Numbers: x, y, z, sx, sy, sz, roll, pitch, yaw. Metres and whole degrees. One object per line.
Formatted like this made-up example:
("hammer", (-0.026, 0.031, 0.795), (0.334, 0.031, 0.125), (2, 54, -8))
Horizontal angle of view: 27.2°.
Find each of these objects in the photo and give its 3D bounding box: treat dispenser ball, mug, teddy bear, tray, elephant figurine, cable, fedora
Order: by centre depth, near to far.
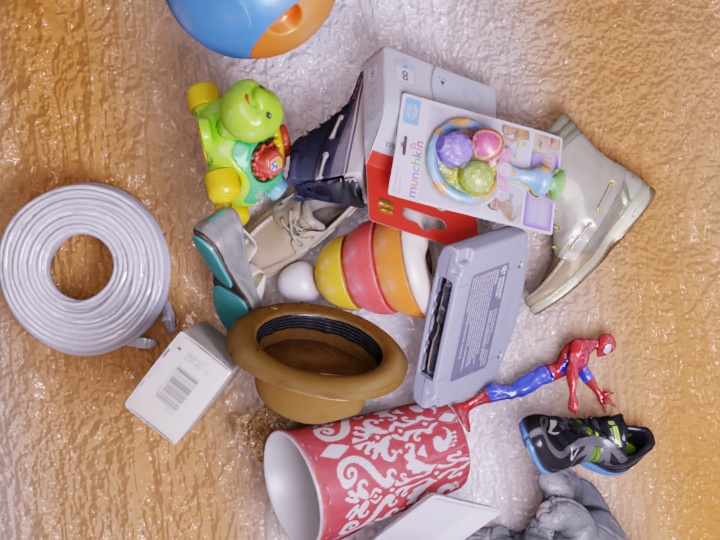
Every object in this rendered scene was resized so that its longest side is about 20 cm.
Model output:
("fedora", (-0.051, 0.110, 1.624), (0.200, 0.201, 0.082), (12, 119, 1))
("treat dispenser ball", (-0.120, -0.333, 1.638), (0.200, 0.201, 0.201), (0, 91, 1))
("tray", (0.054, 0.301, 1.670), (0.200, 0.107, 0.022), (-42, 47, 32))
("mug", (0.002, 0.223, 1.671), (0.200, 0.178, 0.134), (-14, 78, -27))
("elephant figurine", (0.194, 0.326, 1.696), (0.141, 0.155, 0.200), (30, 111, -38))
("cable", (-0.319, -0.001, 1.714), (0.200, 0.069, 0.200), (-5, 91, 1))
("teddy bear", (-0.057, 0.139, 1.721), (0.145, 0.067, 0.200), (19, 88, -12))

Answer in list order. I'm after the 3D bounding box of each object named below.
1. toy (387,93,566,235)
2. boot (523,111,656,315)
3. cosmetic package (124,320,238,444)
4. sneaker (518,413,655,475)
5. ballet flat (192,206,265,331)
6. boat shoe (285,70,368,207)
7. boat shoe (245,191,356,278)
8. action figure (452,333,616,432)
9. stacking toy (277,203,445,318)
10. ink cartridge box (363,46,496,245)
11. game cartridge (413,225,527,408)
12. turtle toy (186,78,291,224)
("toy", (0.135, -0.118, 1.612), (0.200, 0.047, 0.115), (14, 76, -23))
("boot", (0.218, -0.064, 1.702), (0.155, 0.072, 0.200), (42, 87, 0))
("cosmetic package", (-0.189, 0.120, 1.650), (0.073, 0.200, 0.104), (38, 93, 1))
("sneaker", (0.251, 0.185, 1.656), (0.083, 0.199, 0.071), (-39, 54, 37))
("ballet flat", (-0.135, 0.005, 1.671), (0.067, 0.200, 0.064), (32, 64, 30))
("boat shoe", (-0.026, -0.157, 1.673), (0.093, 0.075, 0.200), (1, 50, 14))
("boat shoe", (-0.064, -0.060, 1.710), (0.200, 0.065, 0.072), (-34, 90, 2))
("action figure", (0.216, 0.147, 1.708), (0.200, 0.065, 0.099), (-31, 82, 2))
("stacking toy", (0.000, 0.000, 1.699), (0.200, 0.146, 0.146), (-11, 91, 21))
("ink cartridge box", (0.080, -0.132, 1.639), (0.160, 0.047, 0.200), (16, 59, -33))
("game cartridge", (0.126, 0.049, 1.660), (0.041, 0.133, 0.200), (33, 124, 38))
("turtle toy", (-0.129, -0.143, 1.649), (0.101, 0.200, 0.146), (-13, 71, -2))
